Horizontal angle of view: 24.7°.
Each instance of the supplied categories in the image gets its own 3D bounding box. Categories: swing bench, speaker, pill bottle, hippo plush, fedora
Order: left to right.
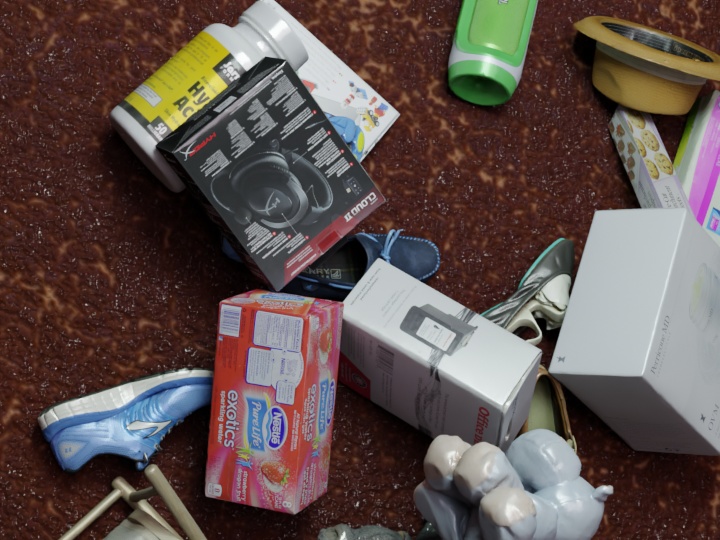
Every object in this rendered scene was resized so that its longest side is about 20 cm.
[{"bbox_3d":[-0.220,0.326,1.553,0.199,0.130,0.200,-41,97,-26],"label":"swing bench"},{"bbox_3d":[-0.153,-0.185,1.708,0.200,0.111,0.111,-43,92,-8],"label":"pill bottle"},{"bbox_3d":[0.158,-0.295,1.899,0.088,0.088,0.201,20,68,-14],"label":"speaker"},{"bbox_3d":[0.166,0.226,1.567,0.160,0.159,0.201,-21,71,-27],"label":"hippo plush"},{"bbox_3d":[0.337,-0.233,1.930,0.200,0.201,0.082,11,110,-17],"label":"fedora"}]

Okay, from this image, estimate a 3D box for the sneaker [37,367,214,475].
[{"bbox_3d":[-0.216,0.151,1.641,0.199,0.079,0.090,-17,91,-17],"label":"sneaker"}]

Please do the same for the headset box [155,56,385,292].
[{"bbox_3d":[-0.083,-0.090,1.651,0.149,0.077,0.200,-41,112,-10],"label":"headset box"}]

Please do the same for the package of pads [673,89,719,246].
[{"bbox_3d":[0.446,-0.096,1.957,0.154,0.068,0.201,26,68,-11],"label":"package of pads"}]

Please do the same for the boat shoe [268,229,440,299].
[{"bbox_3d":[0.000,0.000,1.761,0.199,0.069,0.085,-12,79,-23],"label":"boat shoe"}]

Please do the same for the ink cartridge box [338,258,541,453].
[{"bbox_3d":[0.078,0.099,1.682,0.199,0.145,0.083,30,61,17],"label":"ink cartridge box"}]

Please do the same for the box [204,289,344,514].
[{"bbox_3d":[-0.084,0.127,1.618,0.099,0.095,0.201,8,100,20],"label":"box"}]

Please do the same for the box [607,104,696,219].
[{"bbox_3d":[0.336,-0.109,1.893,0.041,0.039,0.201,2,49,-19],"label":"box"}]

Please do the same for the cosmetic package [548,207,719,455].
[{"bbox_3d":[0.324,0.067,1.787,0.200,0.123,0.200,39,61,-40],"label":"cosmetic package"}]

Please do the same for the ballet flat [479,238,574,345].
[{"bbox_3d":[0.185,0.048,1.816,0.068,0.068,0.200,38,69,26],"label":"ballet flat"}]

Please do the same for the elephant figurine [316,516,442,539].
[{"bbox_3d":[0.057,0.307,1.661,0.199,0.142,0.155,-26,70,-31],"label":"elephant figurine"}]

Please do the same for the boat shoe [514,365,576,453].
[{"bbox_3d":[0.194,0.196,1.758,0.075,0.074,0.201,-15,94,-21],"label":"boat shoe"}]

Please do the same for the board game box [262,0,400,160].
[{"bbox_3d":[-0.070,-0.192,1.810,0.200,0.035,0.126,42,67,-5],"label":"board game box"}]

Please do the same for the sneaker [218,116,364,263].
[{"bbox_3d":[-0.078,-0.092,1.740,0.200,0.083,0.071,-46,114,-10],"label":"sneaker"}]
